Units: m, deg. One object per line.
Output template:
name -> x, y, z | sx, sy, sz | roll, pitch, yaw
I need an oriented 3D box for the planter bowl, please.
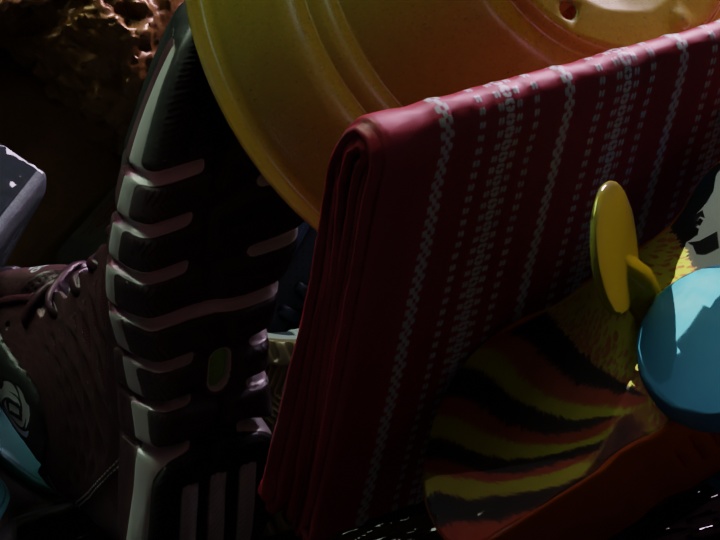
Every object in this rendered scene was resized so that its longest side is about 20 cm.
planter bowl -> 0.053, -0.095, 0.840 | 0.200, 0.201, 0.083 | -24, -1, -33

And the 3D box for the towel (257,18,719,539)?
towel -> 0.062, -0.006, 0.811 | 0.200, 0.145, 0.022 | -18, 45, -35

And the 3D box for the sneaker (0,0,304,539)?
sneaker -> -0.081, -0.004, 0.897 | 0.115, 0.200, 0.076 | 24, 24, 40

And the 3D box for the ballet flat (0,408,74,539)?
ballet flat -> -0.150, 0.085, 1.024 | 0.064, 0.067, 0.200 | -48, -1, 15

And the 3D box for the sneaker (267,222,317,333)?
sneaker -> 0.000, -0.001, 1.036 | 0.146, 0.203, 0.077 | 16, -17, -7

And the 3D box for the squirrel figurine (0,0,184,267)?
squirrel figurine -> -0.160, -0.091, 1.064 | 0.142, 0.187, 0.200 | -41, -12, -47

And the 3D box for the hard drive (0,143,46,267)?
hard drive -> -0.184, 0.057, 0.936 | 0.140, 0.033, 0.200 | -55, 2, 44

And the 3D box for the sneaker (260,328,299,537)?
sneaker -> 0.014, 0.036, 0.962 | 0.200, 0.070, 0.108 | -22, -2, 26

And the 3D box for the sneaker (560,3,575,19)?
sneaker -> 0.067, -0.093, 0.968 | 0.078, 0.200, 0.112 | -28, 7, -29

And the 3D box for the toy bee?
toy bee -> 0.107, 0.012, 0.789 | 0.200, 0.109, 0.131 | -11, -36, -7
